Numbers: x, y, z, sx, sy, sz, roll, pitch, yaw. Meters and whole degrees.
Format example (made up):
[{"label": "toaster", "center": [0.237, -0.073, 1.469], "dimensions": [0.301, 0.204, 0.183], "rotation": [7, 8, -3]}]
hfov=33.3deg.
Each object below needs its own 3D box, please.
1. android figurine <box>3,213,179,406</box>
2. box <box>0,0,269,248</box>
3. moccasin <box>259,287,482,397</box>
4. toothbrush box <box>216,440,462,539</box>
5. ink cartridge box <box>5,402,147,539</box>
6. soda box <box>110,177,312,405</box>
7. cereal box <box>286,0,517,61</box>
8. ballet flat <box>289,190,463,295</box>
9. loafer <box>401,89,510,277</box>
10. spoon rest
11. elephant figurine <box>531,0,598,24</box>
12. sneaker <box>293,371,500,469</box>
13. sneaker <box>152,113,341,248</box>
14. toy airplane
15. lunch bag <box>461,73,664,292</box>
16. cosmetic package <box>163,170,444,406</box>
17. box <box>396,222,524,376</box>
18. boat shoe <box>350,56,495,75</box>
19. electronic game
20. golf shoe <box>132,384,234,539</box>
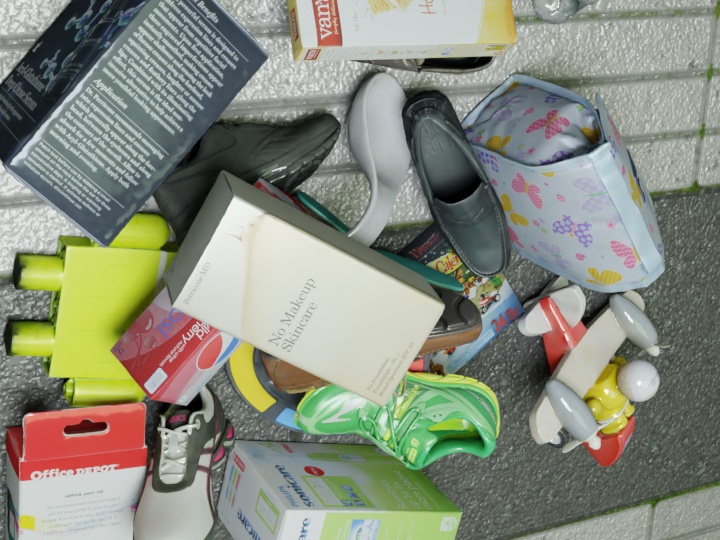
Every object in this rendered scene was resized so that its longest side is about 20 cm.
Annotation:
[{"label": "android figurine", "center": [-0.213, 0.036, 1.079], "dimensions": [0.198, 0.041, 0.184], "rotation": [6, 106, -28]}, {"label": "box", "center": [-0.194, -0.144, 0.956], "dimensions": [0.200, 0.148, 0.107], "rotation": [-50, 123, -3]}, {"label": "moccasin", "center": [0.012, 0.069, 1.074], "dimensions": [0.199, 0.074, 0.078], "rotation": [-17, 132, 2]}, {"label": "toothbrush box", "center": [-0.023, 0.240, 1.194], "dimensions": [0.198, 0.145, 0.087], "rotation": [6, 106, -29]}, {"label": "ink cartridge box", "center": [-0.261, 0.205, 1.099], "dimensions": [0.115, 0.067, 0.202], "rotation": [-3, 110, -27]}, {"label": "soda box", "center": [-0.118, 0.021, 1.030], "dimensions": [0.200, 0.063, 0.070], "rotation": [-48, 158, 6]}, {"label": "cereal box", "center": [0.031, -0.258, 1.046], "dimensions": [0.198, 0.040, 0.146], "rotation": [-5, 81, -18]}, {"label": "ballet flat", "center": [0.000, 0.000, 1.147], "dimensions": [0.199, 0.068, 0.076], "rotation": [29, 102, -13]}, {"label": "loafer", "center": [0.091, -0.073, 1.138], "dimensions": [0.067, 0.071, 0.202], "rotation": [-20, 116, 12]}, {"label": "spoon rest", "center": [0.009, -0.091, 1.099], "dimensions": [0.100, 0.060, 0.202], "rotation": [51, 51, -46]}, {"label": "elephant figurine", "center": [0.171, -0.339, 1.100], "dimensions": [0.201, 0.155, 0.141], "rotation": [55, 42, -6]}, {"label": "sneaker", "center": [0.038, 0.137, 1.118], "dimensions": [0.197, 0.084, 0.075], "rotation": [3, 131, -10]}, {"label": "sneaker", "center": [-0.100, -0.101, 1.066], "dimensions": [0.199, 0.076, 0.091], "rotation": [-33, 83, -33]}, {"label": "toy airplane", "center": [0.252, 0.101, 1.290], "dimensions": [0.198, 0.140, 0.203], "rotation": [24, 74, -49]}, {"label": "lunch bag", "center": [0.206, -0.083, 1.164], "dimensions": [0.127, 0.200, 0.170], "rotation": [-40, 121, -8]}, {"label": "cosmetic package", "center": [-0.045, 0.016, 0.960], "dimensions": [0.199, 0.073, 0.104], "rotation": [26, 102, -23]}, {"label": "box", "center": [0.060, 0.052, 1.232], "dimensions": [0.200, 0.038, 0.137], "rotation": [-40, 122, -9]}, {"label": "boat shoe", "center": [0.040, -0.219, 1.098], "dimensions": [0.198, 0.073, 0.075], "rotation": [-1, 109, -28]}, {"label": "electronic game", "center": [-0.032, 0.083, 1.146], "dimensions": [0.197, 0.042, 0.202], "rotation": [1, 127, 1]}, {"label": "golf shoe", "center": [-0.166, 0.176, 1.073], "dimensions": [0.076, 0.201, 0.089], "rotation": [-5, 122, 7]}]
